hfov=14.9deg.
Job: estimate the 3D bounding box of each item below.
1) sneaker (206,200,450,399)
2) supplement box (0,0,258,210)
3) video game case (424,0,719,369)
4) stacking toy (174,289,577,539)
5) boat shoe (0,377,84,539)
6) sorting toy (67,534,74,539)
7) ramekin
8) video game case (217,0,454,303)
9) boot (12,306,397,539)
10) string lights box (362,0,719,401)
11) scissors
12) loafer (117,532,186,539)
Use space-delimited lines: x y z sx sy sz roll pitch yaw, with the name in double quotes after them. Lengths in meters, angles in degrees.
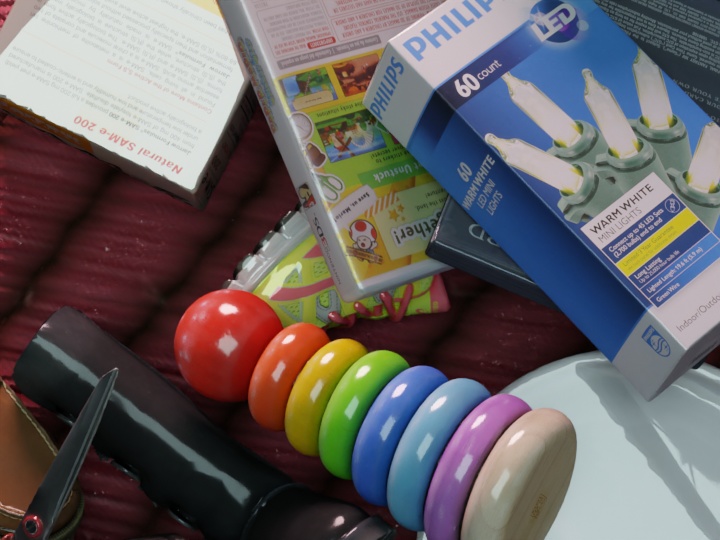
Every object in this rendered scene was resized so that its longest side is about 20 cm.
0.000 0.000 1.375 0.200 0.078 0.090 -45 87 -2 "sneaker"
-0.092 -0.148 1.395 0.126 0.074 0.200 27 86 4 "supplement box"
0.129 -0.063 1.347 0.143 0.019 0.200 23 61 -1 "video game case"
-0.003 0.068 1.288 0.200 0.085 0.086 24 86 22 "stacking toy"
-0.217 0.060 1.360 0.200 0.068 0.072 38 58 15 "boat shoe"
-0.269 0.196 1.373 0.198 0.070 0.200 16 86 5 "sorting toy"
0.129 0.140 1.346 0.202 0.094 0.203 0 84 4 "ramekin"
0.038 -0.094 1.355 0.200 0.023 0.182 -18 82 -36 "video game case"
-0.080 0.088 1.329 0.200 0.165 0.066 43 76 6 "boot"
0.107 -0.048 1.290 0.103 0.059 0.200 -37 76 -28 "string lights box"
-0.152 0.133 1.289 0.200 0.014 0.073 -46 73 25 "scissors"
-0.104 0.170 1.289 0.073 0.200 0.072 -6 96 -17 "loafer"
